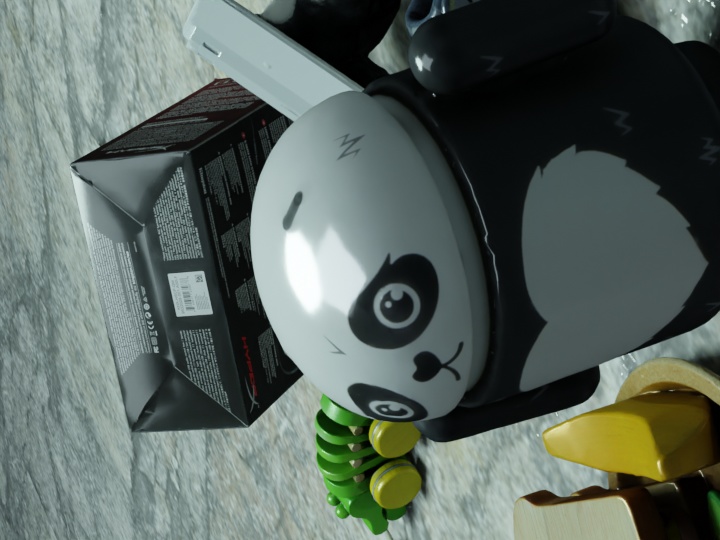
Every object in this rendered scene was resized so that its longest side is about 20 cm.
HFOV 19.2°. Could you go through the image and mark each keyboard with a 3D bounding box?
[{"bbox_3d":[0.005,-0.065,0.991,0.199,0.011,0.056,34,152,-4],"label":"keyboard"}]

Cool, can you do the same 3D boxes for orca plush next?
[{"bbox_3d":[0.008,-0.118,1.005,0.071,0.105,0.200,57,136,9],"label":"orca plush"}]

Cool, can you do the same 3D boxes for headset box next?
[{"bbox_3d":[-0.066,-0.019,1.163,0.200,0.077,0.150,-44,-54,-61],"label":"headset box"}]

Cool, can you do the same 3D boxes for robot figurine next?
[{"bbox_3d":[0.059,-0.020,0.770,0.125,0.199,0.151,-17,90,70],"label":"robot figurine"}]

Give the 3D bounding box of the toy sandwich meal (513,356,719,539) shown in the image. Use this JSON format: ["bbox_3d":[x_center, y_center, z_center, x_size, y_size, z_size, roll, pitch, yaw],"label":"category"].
[{"bbox_3d":[0.133,0.131,0.890,0.205,0.070,0.206,53,153,43],"label":"toy sandwich meal"}]

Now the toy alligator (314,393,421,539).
[{"bbox_3d":[0.000,0.121,1.264,0.059,0.054,0.201,-128,28,-45],"label":"toy alligator"}]

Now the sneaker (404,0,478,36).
[{"bbox_3d":[0.063,-0.091,0.875,0.201,0.080,0.074,71,161,3],"label":"sneaker"}]
